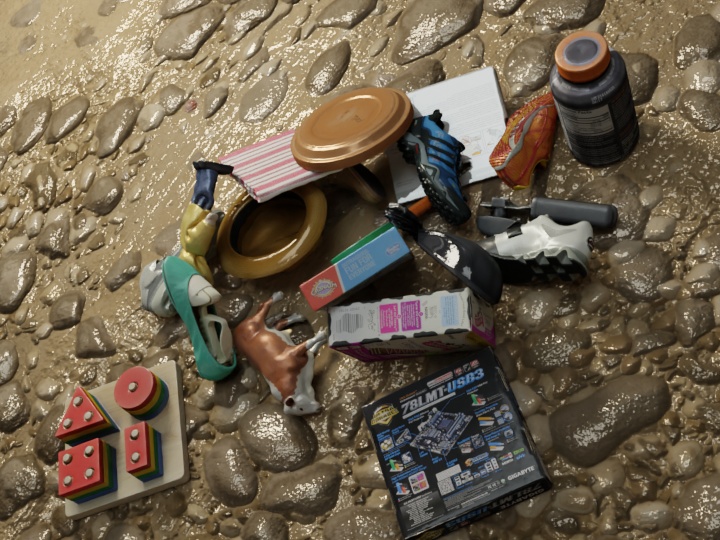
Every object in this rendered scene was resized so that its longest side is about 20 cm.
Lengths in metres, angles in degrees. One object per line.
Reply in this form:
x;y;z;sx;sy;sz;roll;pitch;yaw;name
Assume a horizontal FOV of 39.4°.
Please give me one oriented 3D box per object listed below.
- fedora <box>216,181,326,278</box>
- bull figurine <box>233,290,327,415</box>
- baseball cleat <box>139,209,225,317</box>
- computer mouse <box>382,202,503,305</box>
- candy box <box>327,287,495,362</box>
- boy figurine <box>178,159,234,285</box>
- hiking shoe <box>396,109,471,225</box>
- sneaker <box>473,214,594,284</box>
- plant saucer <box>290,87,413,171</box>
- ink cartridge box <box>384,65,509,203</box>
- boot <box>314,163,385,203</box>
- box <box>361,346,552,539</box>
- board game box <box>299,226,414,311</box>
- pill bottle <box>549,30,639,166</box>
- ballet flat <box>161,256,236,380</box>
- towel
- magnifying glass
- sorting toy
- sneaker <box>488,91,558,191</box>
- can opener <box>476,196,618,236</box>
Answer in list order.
-0.128;-0.055;1.573;0.200;0.082;0.202;-15;55;23;fedora
-0.108;0.122;1.467;0.121;0.065;0.200;-44;54;-8;bull figurine
-0.296;-0.021;1.635;0.106;0.070;0.201;14;63;37;baseball cleat
0.127;-0.026;1.359;0.053;0.138;0.200;-50;48;2;computer mouse
0.071;0.078;1.365;0.199;0.136;0.061;-9;73;20;candy box
-0.242;-0.068;1.545;0.124;0.064;0.201;-177;95;-67;boy figurine
0.123;-0.159;1.496;0.086;0.074;0.201;-26;63;-4;hiking shoe
0.233;-0.034;1.398;0.199;0.074;0.089;2;56;36;sneaker
-0.016;-0.224;1.542;0.199;0.032;0.201;-17;36;13;plant saucer
0.136;-0.207;1.573;0.199;0.044;0.175;-15;77;15;ink cartridge box
-0.030;-0.150;1.604;0.076;0.074;0.200;-50;46;8;boot
0.120;0.228;1.310;0.199;0.050;0.199;-26;53;8;box
0.000;0.000;1.416;0.153;0.200;0.040;-32;87;3;board game box
0.326;-0.243;1.410;0.106;0.200;0.107;-11;57;17;pill bottle
-0.230;0.066;1.498;0.070;0.067;0.201;-15;98;29;ballet flat
-0.128;-0.164;1.583;0.146;0.030;0.200;-24;32;-17;towel
0.038;-0.061;1.498;0.199;0.080;0.022;-33;88;-22;magnifying glass
-0.366;0.242;1.505;0.199;0.070;0.200;-21;54;12;sorting toy
0.255;-0.195;1.504;0.073;0.077;0.200;-12;36;52;sneaker
0.263;-0.071;1.438;0.199;0.053;0.067;10;97;28;can opener
